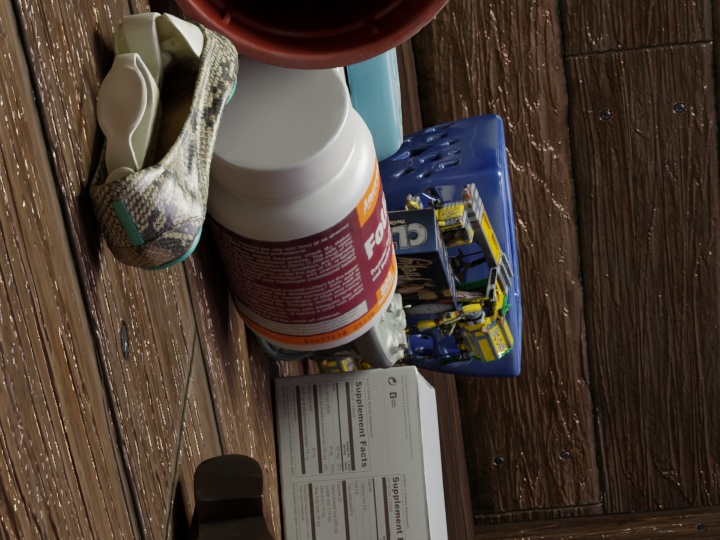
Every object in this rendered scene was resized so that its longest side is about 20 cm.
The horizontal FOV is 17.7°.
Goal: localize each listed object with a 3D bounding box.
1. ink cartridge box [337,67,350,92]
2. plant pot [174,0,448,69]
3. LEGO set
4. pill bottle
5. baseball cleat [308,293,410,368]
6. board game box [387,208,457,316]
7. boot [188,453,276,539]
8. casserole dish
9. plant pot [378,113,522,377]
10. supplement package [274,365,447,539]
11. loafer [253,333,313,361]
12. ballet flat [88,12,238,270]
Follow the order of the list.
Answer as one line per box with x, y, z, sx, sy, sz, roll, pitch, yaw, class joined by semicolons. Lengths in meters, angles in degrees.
-0.041;-0.115;1.808;0.116;0.067;0.200;59;26;-81;ink cartridge box
-0.034;-0.236;1.421;0.195;0.200;0.201;-107;-170;-77;plant pot
0.035;0.007;1.923;0.116;0.200;0.154;66;30;-30;LEGO set
-0.042;-0.045;1.460;0.200;0.114;0.114;78;9;-57;pill bottle
-0.017;0.045;1.684;0.200;0.106;0.070;48;33;-82;baseball cleat
0.000;0.000;1.772;0.200;0.135;0.035;63;22;-74;board game box
-0.066;0.230;1.270;0.186;0.064;0.200;-81;169;-62;boot
0.008;-0.176;1.847;0.121;0.039;0.200;-91;175;-52;casserole dish
0.052;-0.018;2.115;0.200;0.179;0.200;-80;163;-71;plant pot
0.004;0.163;1.790;0.200;0.111;0.156;50;35;-80;supplement package
-0.060;-0.039;1.617;0.063;0.072;0.200;-142;-129;-70;loafer
-0.103;-0.085;1.164;0.200;0.068;0.075;-85;153;-51;ballet flat
